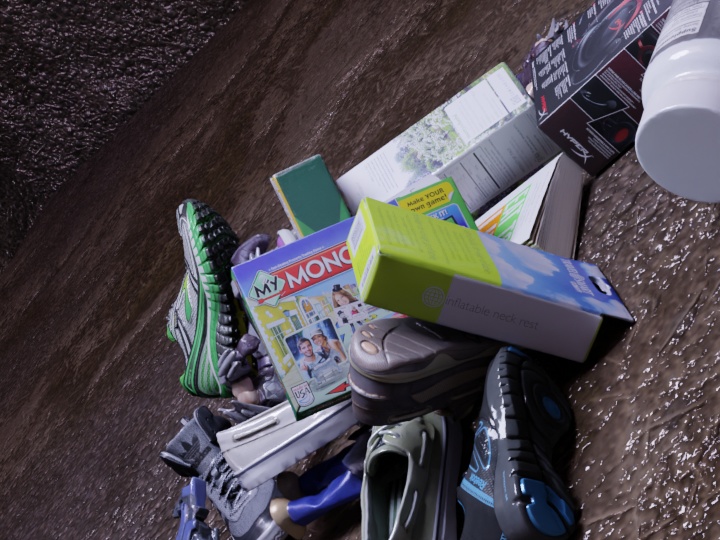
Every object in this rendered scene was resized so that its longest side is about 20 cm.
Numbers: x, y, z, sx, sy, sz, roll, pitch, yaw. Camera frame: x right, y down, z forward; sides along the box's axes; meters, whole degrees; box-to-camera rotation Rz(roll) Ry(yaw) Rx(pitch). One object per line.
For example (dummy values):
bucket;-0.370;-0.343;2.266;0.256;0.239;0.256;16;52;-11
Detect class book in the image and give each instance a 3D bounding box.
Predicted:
book;0.112;-0.005;1.346;0.200;0.048;0.134;-40;19;39

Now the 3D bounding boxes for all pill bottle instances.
pill bottle;0.273;-0.152;1.126;0.114;0.114;0.200;-29;28;48

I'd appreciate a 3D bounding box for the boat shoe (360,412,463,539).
boat shoe;0.035;0.145;1.138;0.072;0.062;0.200;-30;37;22

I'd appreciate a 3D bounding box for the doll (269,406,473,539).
doll;0.015;0.150;1.254;0.200;0.048;0.137;-36;18;21

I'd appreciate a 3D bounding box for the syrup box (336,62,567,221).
syrup box;0.084;-0.095;1.426;0.200;0.081;0.079;-36;41;9

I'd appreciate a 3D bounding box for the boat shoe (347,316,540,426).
boat shoe;0.061;0.071;1.145;0.074;0.200;0.073;35;120;39

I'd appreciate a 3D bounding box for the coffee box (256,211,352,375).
coffee box;-0.062;0.033;1.546;0.200;0.113;0.080;-46;5;12

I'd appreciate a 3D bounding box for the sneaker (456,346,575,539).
sneaker;0.098;0.128;1.060;0.082;0.073;0.200;-43;18;28

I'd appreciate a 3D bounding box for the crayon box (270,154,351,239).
crayon box;-0.019;-0.008;1.425;0.051;0.200;0.126;-25;4;-3

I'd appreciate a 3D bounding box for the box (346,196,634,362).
box;0.094;0.008;1.150;0.122;0.200;0.048;-105;33;-68

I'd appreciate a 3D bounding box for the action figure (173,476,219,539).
action figure;-0.124;0.280;1.254;0.193;0.104;0.200;-24;56;45

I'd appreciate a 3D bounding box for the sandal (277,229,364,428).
sandal;-0.042;0.054;1.363;0.050;0.203;0.082;-24;-19;-6

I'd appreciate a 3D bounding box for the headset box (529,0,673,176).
headset box;0.247;-0.199;1.342;0.200;0.075;0.149;-43;20;23

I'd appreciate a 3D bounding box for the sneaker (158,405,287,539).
sneaker;-0.125;0.192;1.399;0.076;0.114;0.200;-50;18;2

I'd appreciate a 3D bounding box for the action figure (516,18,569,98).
action figure;0.158;-0.179;1.539;0.200;0.069;0.130;-29;21;41

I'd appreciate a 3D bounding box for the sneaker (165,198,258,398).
sneaker;-0.158;0.028;1.483;0.085;0.201;0.078;-12;-9;22

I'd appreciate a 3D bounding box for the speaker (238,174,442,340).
speaker;0.000;0.000;1.301;0.200;0.081;0.081;-32;15;-12

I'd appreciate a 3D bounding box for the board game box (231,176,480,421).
board game box;0.012;0.021;1.235;0.200;0.135;0.029;-23;-16;-10

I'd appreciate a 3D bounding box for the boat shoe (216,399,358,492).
boat shoe;-0.032;0.106;1.290;0.200;0.070;0.071;-33;-3;2

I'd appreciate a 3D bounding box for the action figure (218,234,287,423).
action figure;-0.080;0.073;1.414;0.069;0.130;0.200;-31;55;34
